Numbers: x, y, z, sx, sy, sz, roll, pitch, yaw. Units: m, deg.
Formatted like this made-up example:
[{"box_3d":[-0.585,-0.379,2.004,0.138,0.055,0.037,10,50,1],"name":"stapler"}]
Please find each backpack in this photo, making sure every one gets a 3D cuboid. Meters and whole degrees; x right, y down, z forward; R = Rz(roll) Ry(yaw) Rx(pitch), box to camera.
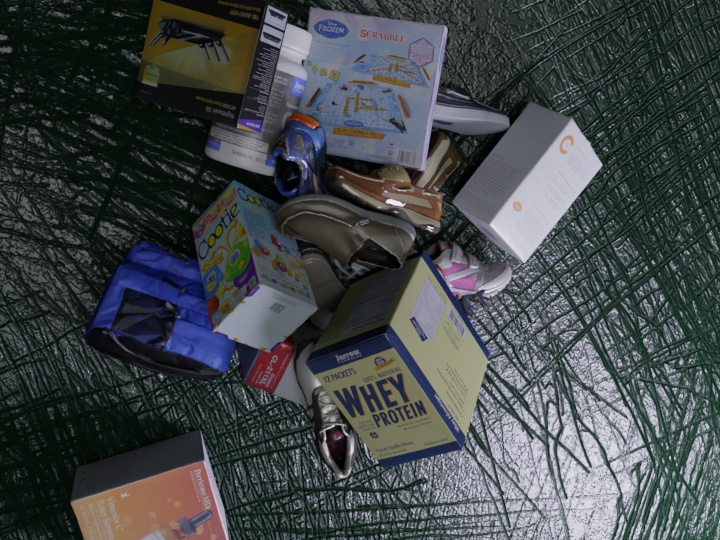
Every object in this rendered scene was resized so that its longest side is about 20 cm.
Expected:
[{"box_3d":[-0.265,0.064,1.075,0.199,0.162,0.169,25,76,-18],"name":"backpack"}]

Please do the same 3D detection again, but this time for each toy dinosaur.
[{"box_3d":[0.123,0.088,1.205,0.200,0.105,0.181,50,129,-6],"name":"toy dinosaur"}]

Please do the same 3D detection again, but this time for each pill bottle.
[{"box_3d":[-0.139,-0.244,1.059,0.113,0.114,0.202,14,100,-18],"name":"pill bottle"}]

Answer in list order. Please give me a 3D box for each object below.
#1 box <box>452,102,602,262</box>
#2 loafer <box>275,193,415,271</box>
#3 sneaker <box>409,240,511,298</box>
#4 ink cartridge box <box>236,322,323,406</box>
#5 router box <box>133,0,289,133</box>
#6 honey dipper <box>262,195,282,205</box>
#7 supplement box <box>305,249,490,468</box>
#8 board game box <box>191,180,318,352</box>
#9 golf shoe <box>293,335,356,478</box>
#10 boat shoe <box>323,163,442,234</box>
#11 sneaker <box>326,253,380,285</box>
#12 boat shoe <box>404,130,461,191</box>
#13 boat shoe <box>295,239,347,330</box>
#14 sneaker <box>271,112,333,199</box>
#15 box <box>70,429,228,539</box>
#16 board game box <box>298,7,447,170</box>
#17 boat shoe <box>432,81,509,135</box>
[{"box_3d":[0.261,-0.137,1.187,0.201,0.097,0.124,-51,132,1],"name":"box"},{"box_3d":[-0.019,-0.048,1.035,0.198,0.075,0.070,11,56,-9],"name":"loafer"},{"box_3d":[0.151,-0.004,1.216,0.198,0.081,0.089,-5,106,-15],"name":"sneaker"},{"box_3d":[-0.078,0.143,1.153,0.199,0.146,0.083,25,99,-19],"name":"ink cartridge box"},{"box_3d":[-0.200,-0.282,0.999,0.052,0.199,0.159,-1,108,-59],"name":"router box"},{"box_3d":[-0.095,-0.093,1.153,0.198,0.038,0.038,0,103,-20],"name":"honey dipper"},{"box_3d":[0.060,0.121,1.051,0.133,0.200,0.201,-23,111,33],"name":"supplement box"},{"box_3d":[-0.150,-0.007,1.043,0.103,0.201,0.104,-42,135,23],"name":"board game box"},{"box_3d":[-0.039,0.189,1.053,0.076,0.088,0.202,-15,109,-6],"name":"golf shoe"},{"box_3d":[0.038,-0.114,1.082,0.199,0.075,0.075,21,85,-35],"name":"boat shoe"},{"box_3d":[0.000,0.000,1.160,0.198,0.078,0.078,20,112,5],"name":"sneaker"},{"box_3d":[0.086,-0.115,1.177,0.075,0.075,0.203,38,92,-29],"name":"boat shoe"},{"box_3d":[-0.058,0.021,1.151,0.072,0.063,0.201,-20,143,1],"name":"boat shoe"},{"box_3d":[-0.086,-0.119,1.062,0.079,0.075,0.201,-48,142,-35],"name":"sneaker"},{"box_3d":[-0.319,0.360,1.161,0.198,0.106,0.154,-16,107,-11],"name":"box"},{"box_3d":[0.012,-0.260,1.091,0.198,0.041,0.202,12,102,10],"name":"board game box"},{"box_3d":[0.141,-0.254,1.161,0.198,0.072,0.069,5,80,-19],"name":"boat shoe"}]
